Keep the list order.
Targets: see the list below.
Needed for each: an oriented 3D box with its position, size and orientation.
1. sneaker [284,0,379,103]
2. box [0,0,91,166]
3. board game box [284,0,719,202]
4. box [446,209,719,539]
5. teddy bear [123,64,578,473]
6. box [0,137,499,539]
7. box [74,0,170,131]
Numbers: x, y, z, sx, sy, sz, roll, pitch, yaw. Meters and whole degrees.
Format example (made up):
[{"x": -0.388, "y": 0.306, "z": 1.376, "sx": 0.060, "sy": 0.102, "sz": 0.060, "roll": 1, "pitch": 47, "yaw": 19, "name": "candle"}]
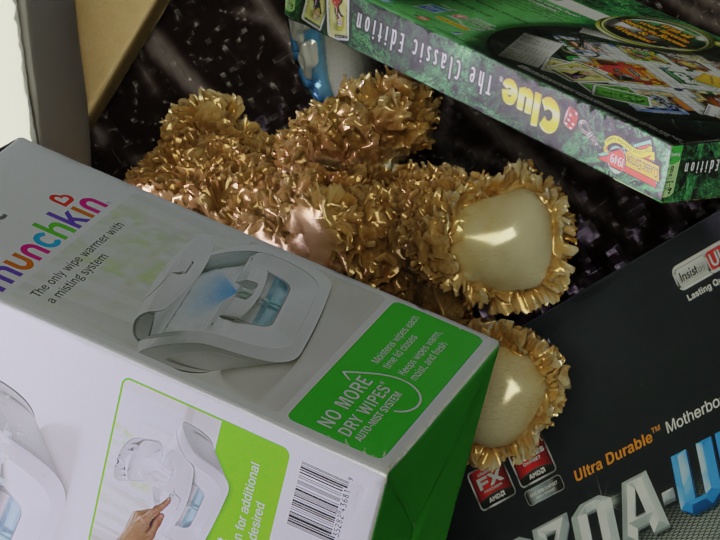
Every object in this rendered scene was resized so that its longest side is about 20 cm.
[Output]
[{"x": 0.013, "y": -0.153, "z": 1.026, "sx": 0.086, "sy": 0.075, "sz": 0.201, "roll": 1, "pitch": 85, "yaw": -1, "name": "sneaker"}, {"x": -0.201, "y": -0.068, "z": 0.982, "sx": 0.199, "sy": 0.128, "sz": 0.110, "roll": -7, "pitch": 87, "yaw": 3, "name": "box"}, {"x": 0.073, "y": -0.067, "z": 0.926, "sx": 0.104, "sy": 0.200, "sz": 0.024, "roll": -9, "pitch": 115, "yaw": -34, "name": "board game box"}, {"x": 0.116, "y": 0.075, "z": 0.955, "sx": 0.200, "sy": 0.046, "sz": 0.160, "roll": -31, "pitch": 77, "yaw": 35, "name": "box"}, {"x": 0.000, "y": 0.000, "z": 0.980, "sx": 0.199, "sy": 0.067, "sz": 0.146, "roll": -8, "pitch": 97, "yaw": 46, "name": "teddy bear"}, {"x": -0.072, "y": 0.090, "z": 0.897, "sx": 0.176, "sy": 0.097, "sz": 0.201, "roll": 22, "pitch": 121, "yaw": 16, "name": "box"}, {"x": -0.175, "y": -0.080, "z": 1.056, "sx": 0.163, "sy": 0.021, "sz": 0.201, "roll": 30, "pitch": 87, "yaw": 5, "name": "box"}]
